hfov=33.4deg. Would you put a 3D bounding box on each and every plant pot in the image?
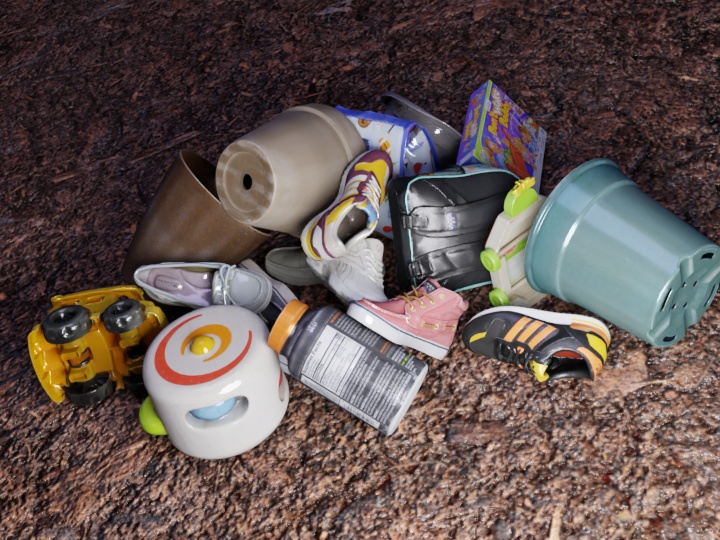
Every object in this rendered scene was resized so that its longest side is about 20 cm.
[{"bbox_3d":[0.350,-0.013,1.559,0.199,0.202,0.195,-36,50,-23],"label":"plant pot"},{"bbox_3d":[-0.266,-0.046,1.824,0.200,0.186,0.187,-47,39,9],"label":"plant pot"},{"bbox_3d":[-0.112,-0.138,1.742,0.198,0.204,0.172,16,17,35],"label":"plant pot"}]

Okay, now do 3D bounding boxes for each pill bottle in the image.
[{"bbox_3d":[-0.021,0.116,1.536,0.198,0.107,0.107,31,53,9],"label":"pill bottle"}]

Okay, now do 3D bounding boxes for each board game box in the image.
[{"bbox_3d":[0.218,-0.183,1.844,0.045,0.134,0.202,-36,25,37],"label":"board game box"}]

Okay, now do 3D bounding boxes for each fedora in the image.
[{"bbox_3d":[0.091,-0.200,1.919,0.199,0.176,0.091,38,92,36],"label":"fedora"}]

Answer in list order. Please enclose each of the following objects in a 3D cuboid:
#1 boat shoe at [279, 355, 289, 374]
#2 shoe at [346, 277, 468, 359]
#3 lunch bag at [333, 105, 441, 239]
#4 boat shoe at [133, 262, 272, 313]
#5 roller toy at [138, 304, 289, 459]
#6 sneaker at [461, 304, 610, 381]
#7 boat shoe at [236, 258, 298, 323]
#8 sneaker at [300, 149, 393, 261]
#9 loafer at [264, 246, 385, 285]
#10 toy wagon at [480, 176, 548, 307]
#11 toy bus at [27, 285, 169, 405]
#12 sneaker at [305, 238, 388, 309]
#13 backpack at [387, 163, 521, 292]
[{"bbox_3d":[-0.042,0.105,1.647,0.197,0.071,0.071,8,45,28],"label":"boat shoe"},{"bbox_3d":[0.065,0.048,1.563,0.071,0.199,0.092,31,94,41],"label":"shoe"},{"bbox_3d":[0.029,-0.149,1.821,0.168,0.202,0.124,15,47,33],"label":"lunch bag"},{"bbox_3d":[-0.224,0.023,1.711,0.198,0.065,0.076,9,82,16],"label":"boat shoe"},{"bbox_3d":[-0.192,0.141,1.604,0.180,0.141,0.200,15,48,33],"label":"roller toy"},{"bbox_3d":[0.220,0.101,1.553,0.197,0.071,0.091,2,39,20],"label":"sneaker"},{"bbox_3d":[-0.151,0.058,1.753,0.092,0.075,0.199,-37,34,-15],"label":"boat shoe"},{"bbox_3d":[0.003,-0.091,1.666,0.089,0.075,0.201,-3,47,51],"label":"sneaker"},{"bbox_3d":[-0.057,-0.017,1.799,0.197,0.071,0.070,3,42,23],"label":"loafer"},{"bbox_3d":[0.226,-0.044,1.620,0.154,0.202,0.039,-35,39,-22],"label":"toy wagon"},{"bbox_3d":[-0.362,0.085,1.755,0.196,0.138,0.193,-10,28,6],"label":"toy bus"},{"bbox_3d":[0.000,0.000,1.665,0.099,0.078,0.200,-44,39,-3],"label":"sneaker"},{"bbox_3d":[0.141,-0.062,1.696,0.196,0.179,0.153,-10,8,-11],"label":"backpack"}]
